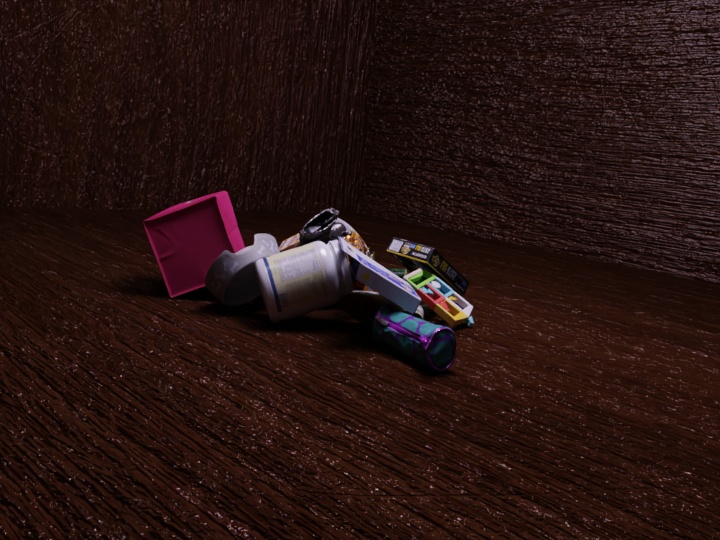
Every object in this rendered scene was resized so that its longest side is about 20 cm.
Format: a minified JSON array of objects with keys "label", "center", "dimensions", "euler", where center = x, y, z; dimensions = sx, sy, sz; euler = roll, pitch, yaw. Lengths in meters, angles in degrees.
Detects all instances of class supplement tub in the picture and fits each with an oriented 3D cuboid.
[{"label":"supplement tub","center":[-0.127,0.020,1.510],"dimensions":[0.194,0.149,0.145],"euler":[-17,14,-11]}]

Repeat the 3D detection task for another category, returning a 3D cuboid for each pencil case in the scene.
[{"label":"pencil case","center":[0.102,0.131,1.341],"dimensions":[0.091,0.087,0.198],"euler":[28,-6,-36]}]

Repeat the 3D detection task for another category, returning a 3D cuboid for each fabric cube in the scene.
[{"label":"fabric cube","center":[-0.410,-0.074,1.708],"dimensions":[0.190,0.206,0.200],"euler":[-17,10,-1]}]

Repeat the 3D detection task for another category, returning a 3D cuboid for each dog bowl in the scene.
[{"label":"dog bowl","center":[-0.267,0.005,1.586],"dimensions":[0.059,0.201,0.198],"euler":[51,30,20]}]

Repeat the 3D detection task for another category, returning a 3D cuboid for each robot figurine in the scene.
[{"label":"robot figurine","center":[0.000,0.000,1.631],"dimensions":[0.057,0.204,0.147],"euler":[-16,32,12]}]

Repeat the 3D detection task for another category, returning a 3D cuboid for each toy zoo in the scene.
[{"label":"toy zoo","center":[0.203,0.071,1.681],"dimensions":[0.199,0.021,0.130],"euler":[40,28,17]}]

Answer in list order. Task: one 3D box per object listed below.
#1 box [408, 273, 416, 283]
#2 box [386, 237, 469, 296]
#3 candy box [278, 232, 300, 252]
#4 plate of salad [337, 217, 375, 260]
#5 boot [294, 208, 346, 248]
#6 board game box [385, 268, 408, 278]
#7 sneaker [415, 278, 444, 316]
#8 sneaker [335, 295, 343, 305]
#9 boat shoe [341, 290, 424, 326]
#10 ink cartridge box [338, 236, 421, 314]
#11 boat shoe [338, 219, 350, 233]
[{"label":"box","center":[0.093,0.036,1.910],"dimensions":[0.193,0.034,0.121],"euler":[7,-17,-10]},{"label":"box","center":[0.187,-0.009,1.843],"dimensions":[0.157,0.050,0.199],"euler":[17,-16,47]},{"label":"candy box","center":[-0.136,-0.049,1.856],"dimensions":[0.198,0.116,0.056],"euler":[-20,29,48]},{"label":"plate of salad","center":[-0.025,-0.062,1.774],"dimensions":[0.048,0.203,0.198],"euler":[-37,-13,27]},{"label":"boot","center":[-0.084,-0.091,1.606],"dimensions":[0.069,0.175,0.199],"euler":[46,56,9]},{"label":"board game box","center":[0.088,0.034,1.811],"dimensions":[0.101,0.024,0.200],"euler":[-2,-18,11]},{"label":"sneaker","center":[0.184,0.065,1.782],"dimensions":[0.076,0.088,0.198],"euler":[11,10,27]},{"label":"sneaker","center":[-0.096,0.064,1.702],"dimensions":[0.193,0.082,0.096],"euler":[0,20,12]},{"label":"boat shoe","center":[0.053,0.088,1.577],"dimensions":[0.194,0.077,0.069],"euler":[17,26,1]},{"label":"ink cartridge box","center":[0.028,0.009,1.458],"dimensions":[0.196,0.048,0.198],"euler":[31,7,-9]},{"label":"boat shoe","center":[-0.050,-0.069,1.901],"dimensions":[0.072,0.202,0.068],"euler":[-41,35,-8]}]
